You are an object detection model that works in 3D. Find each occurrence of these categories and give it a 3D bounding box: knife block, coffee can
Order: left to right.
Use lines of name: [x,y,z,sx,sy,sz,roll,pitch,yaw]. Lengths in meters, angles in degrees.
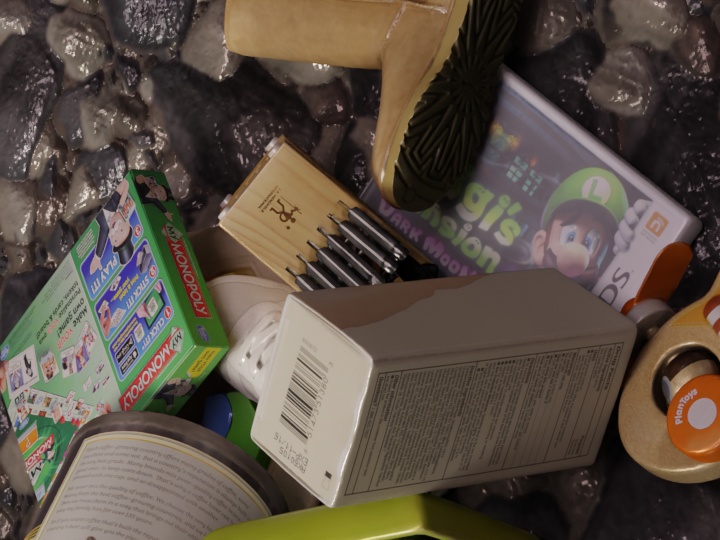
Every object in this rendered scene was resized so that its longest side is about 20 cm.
coffee can: [-0.141,0.204,1.607,0.145,0.147,0.201,-7,41,32]
knife block: [0.000,0.000,1.631,0.175,0.200,0.064,41,92,-5]

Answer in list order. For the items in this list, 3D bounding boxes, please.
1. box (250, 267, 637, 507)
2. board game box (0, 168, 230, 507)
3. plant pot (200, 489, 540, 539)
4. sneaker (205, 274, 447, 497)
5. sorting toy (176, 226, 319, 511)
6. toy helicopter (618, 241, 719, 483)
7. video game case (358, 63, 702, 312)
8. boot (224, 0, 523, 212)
box: [0.048,0.061,1.496,0.078,0.199,0.096,37,119,41]
board game box: [-0.160,0.052,1.716,0.200,0.029,0.135,-49,52,38]
plant pot: [0.011,0.231,1.532,0.199,0.199,0.183,-14,67,31]
sneaker: [-0.027,0.061,1.637,0.199,0.081,0.077,34,87,23]
sorting toy: [-0.112,0.071,1.736,0.184,0.036,0.202,-10,75,31]
toy helicopter: [0.202,0.021,1.533,0.132,0.079,0.201,17,79,43]
video game case: [0.081,-0.010,1.634,0.200,0.023,0.182,41,103,32]
boot: [-0.007,-0.130,1.676,0.199,0.066,0.176,14,73,41]
